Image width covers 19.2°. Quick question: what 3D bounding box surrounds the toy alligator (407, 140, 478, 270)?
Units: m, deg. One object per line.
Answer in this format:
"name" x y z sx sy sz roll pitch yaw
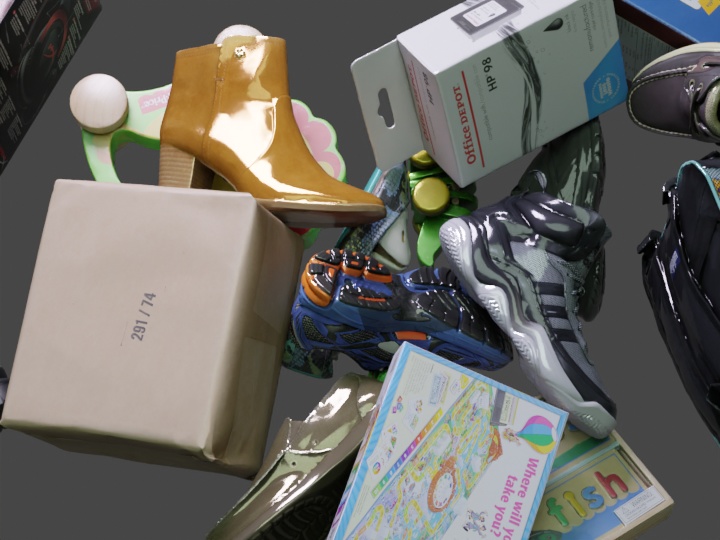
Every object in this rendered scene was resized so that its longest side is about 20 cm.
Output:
"toy alligator" 0.063 -0.094 1.722 0.054 0.059 0.202 -5 66 -1

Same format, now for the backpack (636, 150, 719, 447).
"backpack" 0.304 0.031 1.578 0.152 0.176 0.201 -2 56 -13

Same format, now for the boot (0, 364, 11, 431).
"boot" -0.380 0.086 1.665 0.210 0.080 0.158 -27 73 -19

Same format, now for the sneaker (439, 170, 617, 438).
"sneaker" 0.155 0.020 1.600 0.113 0.076 0.201 -36 82 -4

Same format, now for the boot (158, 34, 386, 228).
"boot" -0.066 -0.111 1.666 0.199 0.071 0.145 5 79 20

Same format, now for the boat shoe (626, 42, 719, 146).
"boat shoe" 0.275 -0.129 1.592 0.199 0.074 0.065 -2 22 43

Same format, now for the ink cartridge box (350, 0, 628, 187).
"ink cartridge box" 0.102 -0.146 1.642 0.199 0.116 0.067 -28 42 -13

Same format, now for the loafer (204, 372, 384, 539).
"loafer" -0.043 0.154 1.588 0.200 0.076 0.067 -40 53 -8

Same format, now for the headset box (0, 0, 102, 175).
"headset box" -0.292 -0.204 1.754 0.075 0.149 0.201 23 70 14

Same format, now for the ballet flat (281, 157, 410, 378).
"ballet flat" 0.000 0.000 1.688 0.074 0.074 0.201 27 75 16

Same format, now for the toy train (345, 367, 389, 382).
"toy train" 0.003 0.165 1.623 0.056 0.042 0.202 -2 65 16

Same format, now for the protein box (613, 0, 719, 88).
"protein box" 0.286 -0.241 1.729 0.199 0.135 0.199 33 72 18

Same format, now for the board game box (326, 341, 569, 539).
"board game box" 0.056 0.168 1.519 0.133 0.034 0.201 24 65 -5

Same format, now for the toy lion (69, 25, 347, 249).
"toy lion" -0.118 -0.088 1.741 0.198 0.069 0.193 -19 73 -4

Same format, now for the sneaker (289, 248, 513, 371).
"sneaker" 0.030 0.041 1.632 0.199 0.079 0.076 17 40 -27

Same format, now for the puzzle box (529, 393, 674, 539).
"puzzle box" 0.117 0.174 1.585 0.199 0.026 0.133 -28 61 -23

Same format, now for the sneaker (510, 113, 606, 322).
"sneaker" 0.151 -0.058 1.694 0.090 0.076 0.202 0 64 10

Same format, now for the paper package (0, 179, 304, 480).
"paper package" -0.156 0.044 1.621 0.189 0.103 0.202 5 76 23
